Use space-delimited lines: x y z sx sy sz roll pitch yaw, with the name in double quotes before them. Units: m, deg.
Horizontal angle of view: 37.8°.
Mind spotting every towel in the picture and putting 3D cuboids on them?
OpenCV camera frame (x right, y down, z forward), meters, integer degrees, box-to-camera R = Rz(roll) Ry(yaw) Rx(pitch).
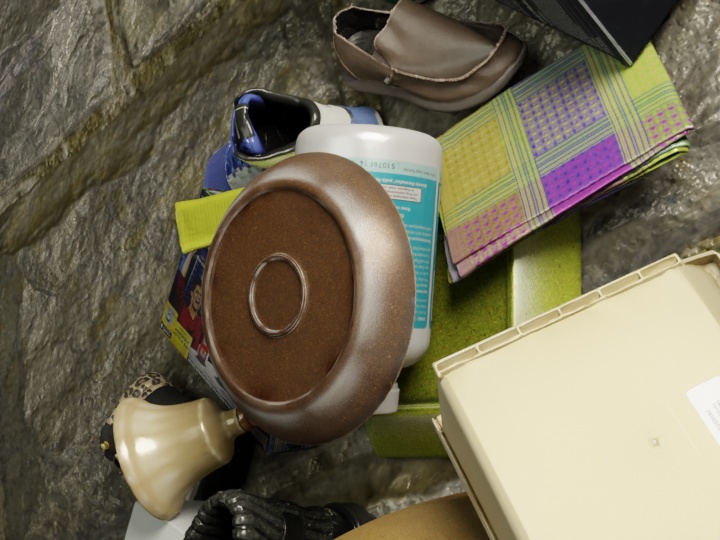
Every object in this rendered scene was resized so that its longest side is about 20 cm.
"towel" 0.132 -0.087 0.755 0.199 0.023 0.145 -32 42 23
"towel" -0.054 -0.063 0.859 0.086 0.198 0.018 -118 12 -64

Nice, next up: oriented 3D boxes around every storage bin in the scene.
"storage bin" 0.169 0.116 0.619 0.197 0.094 0.201 -23 59 -5

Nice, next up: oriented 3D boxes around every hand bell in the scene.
"hand bell" -0.085 0.114 0.840 0.198 0.104 0.105 -24 63 9

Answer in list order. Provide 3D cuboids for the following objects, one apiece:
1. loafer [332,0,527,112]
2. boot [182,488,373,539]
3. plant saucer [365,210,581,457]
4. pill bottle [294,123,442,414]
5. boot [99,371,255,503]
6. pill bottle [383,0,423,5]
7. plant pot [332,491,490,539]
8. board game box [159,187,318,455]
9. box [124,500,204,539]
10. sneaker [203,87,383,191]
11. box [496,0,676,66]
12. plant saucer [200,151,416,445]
"loafer" 0.043 -0.179 0.850 0.199 0.071 0.073 12 61 44
"boot" -0.079 0.274 0.820 0.079 0.157 0.213 11 88 43
"plant saucer" 0.072 0.041 0.807 0.199 0.048 0.202 -9 75 41
"pill bottle" 0.000 0.000 0.768 0.110 0.110 0.202 3 88 42
"boot" -0.192 0.205 0.997 0.150 0.073 0.202 26 95 41
"pill bottle" -0.011 -0.301 0.853 0.112 0.199 0.114 -11 73 40
"plant pot" 0.029 0.243 0.701 0.185 0.199 0.189 -10 75 41
"board game box" -0.081 0.018 0.921 0.200 0.061 0.201 41 118 39
"box" -0.145 0.309 0.896 0.097 0.124 0.202 18 93 42
"sneaker" -0.087 -0.117 0.942 0.198 0.115 0.081 -12 72 40
"box" 0.160 -0.280 0.736 0.182 0.104 0.201 38 96 41
"plant saucer" -0.048 0.018 0.717 0.199 0.032 0.203 -5 82 41
